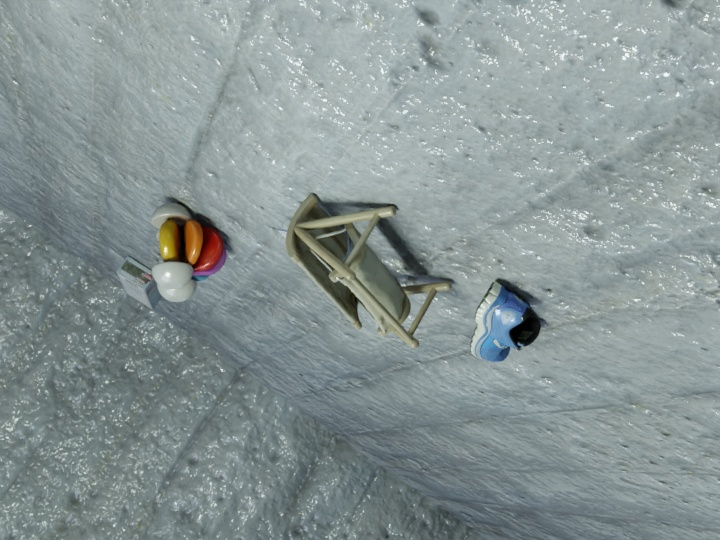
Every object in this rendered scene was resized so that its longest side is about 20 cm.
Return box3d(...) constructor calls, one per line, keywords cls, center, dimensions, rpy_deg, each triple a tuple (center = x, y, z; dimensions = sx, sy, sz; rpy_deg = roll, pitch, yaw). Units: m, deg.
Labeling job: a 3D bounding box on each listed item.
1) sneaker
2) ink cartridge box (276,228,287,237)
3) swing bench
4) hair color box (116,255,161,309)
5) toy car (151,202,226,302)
box3d(cls="sneaker", center=(0.221, 0.097, 1.352), dimensions=(0.089, 0.079, 0.200), rpy_deg=(29, 160, 19))
box3d(cls="ink cartridge box", center=(-0.055, -0.018, 1.574), dimensions=(0.094, 0.037, 0.200), rpy_deg=(12, 154, 48))
box3d(cls="swing bench", center=(0.000, 0.000, 1.389), dimensions=(0.199, 0.130, 0.199), rpy_deg=(12, 153, 46))
box3d(cls="hair color box", center=(-0.637, 0.038, 2.587), dimensions=(0.099, 0.061, 0.200), rpy_deg=(31, 161, 4))
box3d(cls="toy car", center=(-0.355, -0.038, 1.860), dimensions=(0.149, 0.177, 0.200), rpy_deg=(-4, 161, -7))
